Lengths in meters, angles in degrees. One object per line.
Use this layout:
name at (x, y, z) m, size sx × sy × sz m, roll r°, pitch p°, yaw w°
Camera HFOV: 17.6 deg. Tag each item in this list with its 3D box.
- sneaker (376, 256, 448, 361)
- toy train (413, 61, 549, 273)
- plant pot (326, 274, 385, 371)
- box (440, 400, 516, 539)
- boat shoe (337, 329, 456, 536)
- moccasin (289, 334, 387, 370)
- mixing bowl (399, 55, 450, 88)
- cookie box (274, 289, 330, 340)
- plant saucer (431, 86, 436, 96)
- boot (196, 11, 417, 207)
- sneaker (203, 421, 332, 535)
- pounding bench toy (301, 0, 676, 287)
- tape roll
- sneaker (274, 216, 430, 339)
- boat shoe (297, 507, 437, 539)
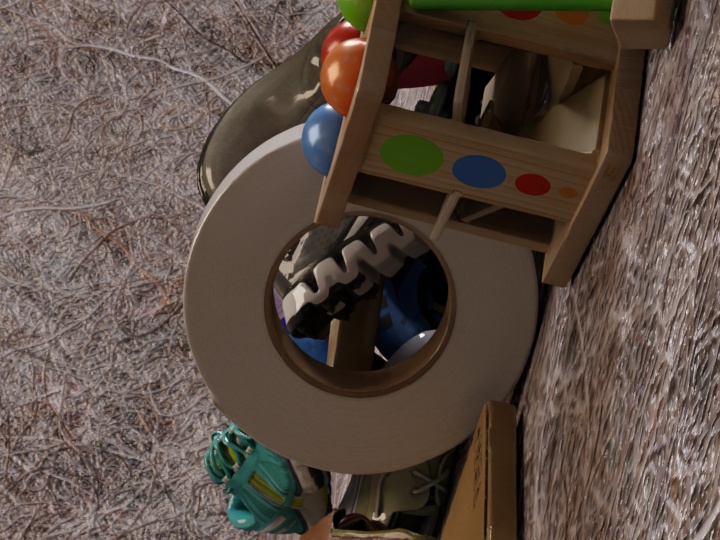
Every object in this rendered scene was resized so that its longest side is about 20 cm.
sneaker at (0.045, 0.025, 1.589) m, size 0.201 × 0.065 × 0.079 m, roll 96°, pitch 157°, yaw -54°
toy train at (0.079, -0.098, 1.446) m, size 0.114 × 0.085 × 0.201 m, roll -64°, pitch -9°, yaw -62°
plant pot at (0.000, 0.000, 1.479) m, size 0.200 × 0.027 × 0.202 m, roll -173°, pitch 90°, yaw -88°
box at (0.053, 0.190, 1.234) m, size 0.200 × 0.021 × 0.164 m, roll -84°, pitch 9°, yaw -60°
boat shoe at (0.032, 0.135, 1.510) m, size 0.062 × 0.072 × 0.201 m, roll 43°, pitch 126°, yaw 42°
moccasin at (-0.027, 0.088, 1.617) m, size 0.068 × 0.200 × 0.081 m, roll -38°, pitch 56°, yaw 19°
mixing bowl at (0.070, -0.219, 1.726) m, size 0.200 × 0.108 × 0.202 m, roll -166°, pitch 90°, yaw -87°
cookie box at (-0.020, 0.005, 1.704) m, size 0.171 × 0.075 × 0.200 m, roll -44°, pitch -10°, yaw -4°
plant saucer at (0.064, -0.078, 1.900) m, size 0.200 × 0.031 × 0.201 m, roll -167°, pitch 90°, yaw -86°
boot at (-0.016, -0.118, 1.368) m, size 0.200 × 0.068 × 0.131 m, roll -48°, pitch 1°, yaw -19°
sneaker at (-0.062, 0.121, 1.507) m, size 0.201 × 0.079 × 0.078 m, roll 84°, pitch -178°, yaw -56°
pounding bench toy at (0.061, -0.110, 1.164) m, size 0.200 × 0.155 × 0.125 m, roll 111°, pitch 172°, yaw -58°
tape roll at (-0.001, 0.014, 1.298) m, size 0.037 × 0.201 × 0.204 m, roll -92°, pitch 16°, yaw -74°
sneaker at (0.022, -0.050, 1.345) m, size 0.199 × 0.091 × 0.066 m, roll -34°, pitch -17°, yaw 6°
boat shoe at (-0.003, 0.185, 1.459) m, size 0.200 × 0.072 × 0.068 m, roll 5°, pitch 82°, yaw 58°
